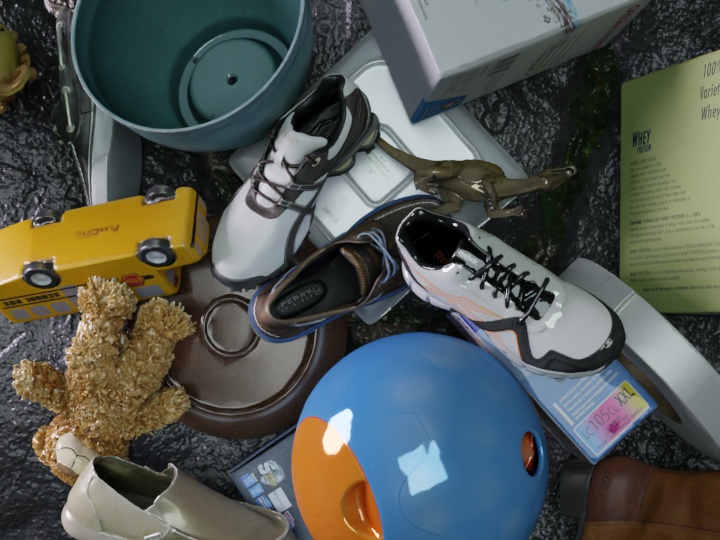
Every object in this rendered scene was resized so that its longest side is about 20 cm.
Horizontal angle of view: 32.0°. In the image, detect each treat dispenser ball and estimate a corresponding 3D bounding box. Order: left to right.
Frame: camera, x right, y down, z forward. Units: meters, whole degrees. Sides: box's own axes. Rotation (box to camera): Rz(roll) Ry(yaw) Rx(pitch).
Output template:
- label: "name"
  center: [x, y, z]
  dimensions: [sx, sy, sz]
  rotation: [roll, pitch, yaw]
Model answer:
- label: "treat dispenser ball"
  center: [0.046, 0.149, 0.969]
  dimensions: [0.199, 0.201, 0.203]
  rotation: [0, 87, 1]

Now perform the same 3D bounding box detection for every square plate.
- label: "square plate"
  center: [0.017, -0.090, 1.118]
  dimensions: [0.198, 0.028, 0.200]
  rotation: [-41, 87, -2]

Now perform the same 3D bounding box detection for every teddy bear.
- label: "teddy bear"
  center: [-0.214, 0.101, 1.056]
  dimensions: [0.145, 0.067, 0.200]
  rotation: [35, 103, -26]

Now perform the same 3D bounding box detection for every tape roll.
- label: "tape roll"
  center: [0.234, 0.073, 1.020]
  dimensions: [0.037, 0.203, 0.203]
  rotation: [-44, 87, -1]

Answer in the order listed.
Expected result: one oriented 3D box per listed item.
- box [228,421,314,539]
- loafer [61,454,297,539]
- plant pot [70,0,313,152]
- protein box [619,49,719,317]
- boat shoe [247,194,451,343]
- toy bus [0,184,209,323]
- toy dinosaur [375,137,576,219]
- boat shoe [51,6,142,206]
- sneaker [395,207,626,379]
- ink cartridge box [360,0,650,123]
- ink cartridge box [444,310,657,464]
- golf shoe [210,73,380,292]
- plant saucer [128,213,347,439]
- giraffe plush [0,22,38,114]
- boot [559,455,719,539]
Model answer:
- label: "box"
  center: [0.003, 0.214, 1.090]
  dimensions: [0.157, 0.051, 0.201]
  rotation: [-32, 87, -2]
- label: "loafer"
  center: [-0.147, 0.201, 1.028]
  dimensions: [0.198, 0.076, 0.069]
  rotation: [10, 115, 0]
- label: "plant pot"
  center: [-0.125, -0.182, 1.058]
  dimensions: [0.198, 0.134, 0.202]
  rotation: [-4, 71, 13]
- label: "protein box"
  center: [0.317, -0.065, 1.013]
  dimensions: [0.134, 0.198, 0.202]
  rotation: [2, 87, -20]
- label: "boat shoe"
  center: [0.000, 0.000, 1.052]
  dimensions: [0.199, 0.072, 0.073]
  rotation: [-35, 92, -13]
- label: "toy bus"
  center: [-0.220, -0.011, 1.062]
  dimensions: [0.198, 0.078, 0.066]
  rotation: [-10, 53, 15]
- label: "toy dinosaur"
  center: [0.078, -0.075, 1.063]
  dimensions: [0.198, 0.101, 0.059]
  rotation: [14, 124, 14]
- label: "boat shoe"
  center: [-0.235, -0.134, 1.107]
  dimensions: [0.063, 0.071, 0.202]
  rotation: [-3, 87, 15]
- label: "sneaker"
  center: [0.104, 0.016, 0.940]
  dimensions: [0.199, 0.080, 0.074]
  rotation: [26, 76, 27]
- label: "ink cartridge box"
  center: [0.115, -0.240, 1.051]
  dimensions: [0.199, 0.147, 0.147]
  rotation: [-22, 85, -10]
- label: "ink cartridge box"
  center: [0.144, 0.061, 1.053]
  dimensions: [0.076, 0.136, 0.200]
  rotation: [-44, 88, -2]
- label: "golf shoe"
  center: [-0.065, -0.078, 1.025]
  dimensions: [0.077, 0.095, 0.201]
  rotation: [29, 77, 19]
- label: "plant saucer"
  center: [-0.111, 0.050, 1.101]
  dimensions: [0.198, 0.034, 0.202]
  rotation: [0, 91, 6]
- label: "giraffe plush"
  center: [-0.363, -0.167, 1.059]
  dimensions: [0.161, 0.200, 0.173]
  rotation: [-25, 62, -6]
- label: "boot"
  center: [0.261, 0.246, 1.018]
  dimensions: [0.199, 0.068, 0.190]
  rotation: [-1, 87, 45]
